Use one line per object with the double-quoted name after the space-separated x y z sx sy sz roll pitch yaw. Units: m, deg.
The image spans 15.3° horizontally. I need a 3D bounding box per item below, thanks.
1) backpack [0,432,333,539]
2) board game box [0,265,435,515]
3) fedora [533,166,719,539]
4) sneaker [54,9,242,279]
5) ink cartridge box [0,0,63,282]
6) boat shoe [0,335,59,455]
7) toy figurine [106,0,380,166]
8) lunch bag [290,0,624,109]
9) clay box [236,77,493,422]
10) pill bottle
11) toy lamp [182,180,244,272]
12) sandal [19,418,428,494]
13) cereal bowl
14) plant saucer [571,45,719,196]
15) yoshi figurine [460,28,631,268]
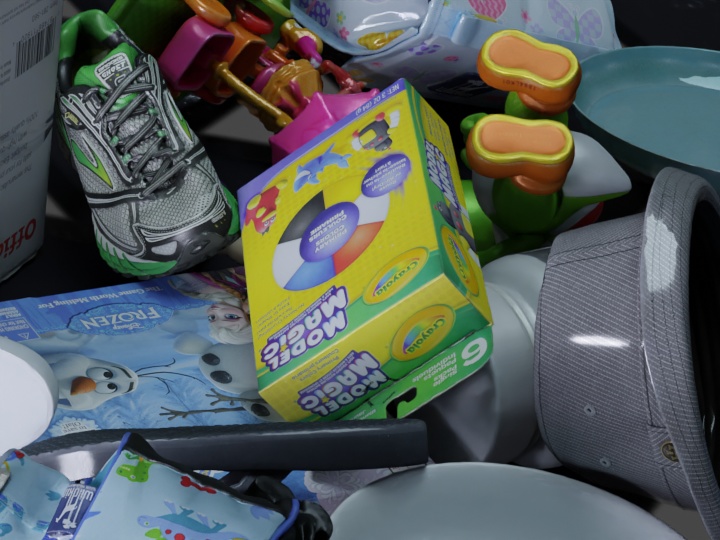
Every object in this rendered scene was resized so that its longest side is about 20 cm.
-0.114 0.183 1.033 0.146 0.184 0.200 18 41 8 "backpack"
-0.094 0.077 1.349 0.199 0.044 0.199 -10 38 -32 "board game box"
0.137 0.049 1.289 0.090 0.200 0.178 -7 48 20 "fedora"
-0.127 -0.068 1.457 0.078 0.086 0.200 -26 43 -13 "sneaker"
-0.228 -0.083 1.413 0.084 0.201 0.146 19 30 18 "ink cartridge box"
-0.235 0.048 1.296 0.199 0.072 0.068 -2 26 15 "boat shoe"
-0.040 -0.092 1.605 0.184 0.150 0.200 42 15 20 "toy figurine"
0.051 -0.174 1.720 0.169 0.128 0.200 7 21 -39 "lunch bag"
0.000 0.000 1.348 0.048 0.115 0.201 46 19 -31 "clay box"
0.120 0.041 1.418 0.199 0.114 0.114 -12 38 -35 "pill bottle"
-0.043 -0.002 1.489 0.199 0.059 0.058 27 33 19 "toy lamp"
-0.065 0.094 1.230 0.199 0.043 0.076 -2 1 -9 "sandal"
0.069 0.177 1.204 0.199 0.084 0.200 9 30 -5 "cereal bowl"
0.220 -0.086 1.626 0.199 0.028 0.200 8 26 -4 "plant saucer"
0.071 -0.041 1.472 0.112 0.200 0.112 -30 62 -15 "yoshi figurine"
